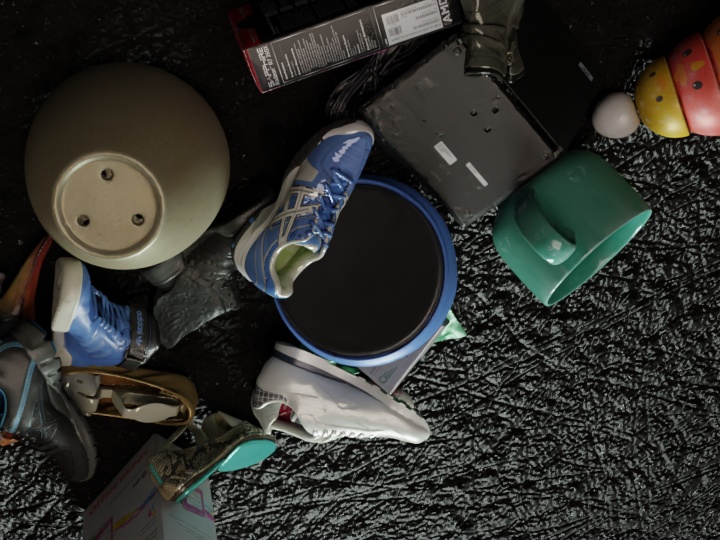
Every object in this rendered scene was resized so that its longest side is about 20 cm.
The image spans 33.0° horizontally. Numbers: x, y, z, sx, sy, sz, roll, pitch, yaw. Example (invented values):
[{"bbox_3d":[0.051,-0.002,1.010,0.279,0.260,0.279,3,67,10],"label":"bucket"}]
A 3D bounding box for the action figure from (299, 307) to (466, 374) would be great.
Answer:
[{"bbox_3d":[0.006,0.070,1.363,0.199,0.055,0.118,-26,124,9],"label":"action figure"}]

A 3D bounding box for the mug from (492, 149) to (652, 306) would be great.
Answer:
[{"bbox_3d":[0.214,-0.059,1.275,0.152,0.114,0.185,-38,165,-11],"label":"mug"}]

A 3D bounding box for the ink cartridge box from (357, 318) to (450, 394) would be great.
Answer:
[{"bbox_3d":[-0.011,0.031,1.306,0.200,0.039,0.100,40,105,7],"label":"ink cartridge box"}]

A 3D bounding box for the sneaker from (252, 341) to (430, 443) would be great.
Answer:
[{"bbox_3d":[-0.019,0.150,1.326,0.199,0.076,0.081,26,84,-8],"label":"sneaker"}]

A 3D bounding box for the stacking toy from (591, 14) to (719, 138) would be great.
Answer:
[{"bbox_3d":[0.341,-0.184,1.277,0.199,0.146,0.146,-21,124,16],"label":"stacking toy"}]

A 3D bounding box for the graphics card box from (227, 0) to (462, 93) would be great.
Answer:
[{"bbox_3d":[-0.017,-0.237,1.133,0.199,0.126,0.051,-21,120,-3],"label":"graphics card box"}]

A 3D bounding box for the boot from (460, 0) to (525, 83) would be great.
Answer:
[{"bbox_3d":[0.135,-0.245,1.136,0.067,0.200,0.131,2,107,30],"label":"boot"}]

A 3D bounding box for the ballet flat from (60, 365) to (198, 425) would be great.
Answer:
[{"bbox_3d":[-0.272,0.131,1.318,0.199,0.063,0.069,8,117,-19],"label":"ballet flat"}]

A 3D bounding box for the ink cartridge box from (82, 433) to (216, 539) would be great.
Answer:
[{"bbox_3d":[-0.236,0.301,1.348,0.085,0.200,0.145,36,105,-25],"label":"ink cartridge box"}]

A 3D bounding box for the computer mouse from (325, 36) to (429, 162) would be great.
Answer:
[{"bbox_3d":[0.066,-0.154,1.251,0.139,0.053,0.200,-47,114,0],"label":"computer mouse"}]

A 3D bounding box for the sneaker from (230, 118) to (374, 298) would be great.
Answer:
[{"bbox_3d":[-0.044,-0.059,1.199,0.076,0.077,0.200,19,112,-44],"label":"sneaker"}]

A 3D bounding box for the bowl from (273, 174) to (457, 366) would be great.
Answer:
[{"bbox_3d":[0.000,0.000,1.260,0.200,0.039,0.202,0,90,11],"label":"bowl"}]

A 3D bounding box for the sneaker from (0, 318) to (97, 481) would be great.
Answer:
[{"bbox_3d":[-0.330,0.143,1.233,0.082,0.073,0.201,-32,125,-23],"label":"sneaker"}]

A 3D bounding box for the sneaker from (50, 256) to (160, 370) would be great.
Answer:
[{"bbox_3d":[-0.254,0.046,1.224,0.111,0.077,0.200,4,152,-14],"label":"sneaker"}]

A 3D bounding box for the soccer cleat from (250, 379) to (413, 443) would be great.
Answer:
[{"bbox_3d":[-0.028,0.169,1.391,0.199,0.086,0.070,7,118,-19],"label":"soccer cleat"}]

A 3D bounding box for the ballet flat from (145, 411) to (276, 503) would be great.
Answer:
[{"bbox_3d":[-0.167,0.197,1.357,0.068,0.075,0.200,-46,166,27],"label":"ballet flat"}]

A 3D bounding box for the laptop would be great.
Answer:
[{"bbox_3d":[0.125,-0.179,1.230,0.200,0.103,0.177,-36,116,19],"label":"laptop"}]

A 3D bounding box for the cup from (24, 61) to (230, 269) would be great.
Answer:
[{"bbox_3d":[-0.225,-0.080,1.134,0.199,0.143,0.201,-1,111,-3],"label":"cup"}]

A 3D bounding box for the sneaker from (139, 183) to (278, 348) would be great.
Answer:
[{"bbox_3d":[-0.150,-0.004,1.276,0.199,0.060,0.104,-31,121,10],"label":"sneaker"}]

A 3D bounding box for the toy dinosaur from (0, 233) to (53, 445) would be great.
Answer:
[{"bbox_3d":[-0.358,0.087,1.245,0.199,0.105,0.182,-25,124,-1],"label":"toy dinosaur"}]
